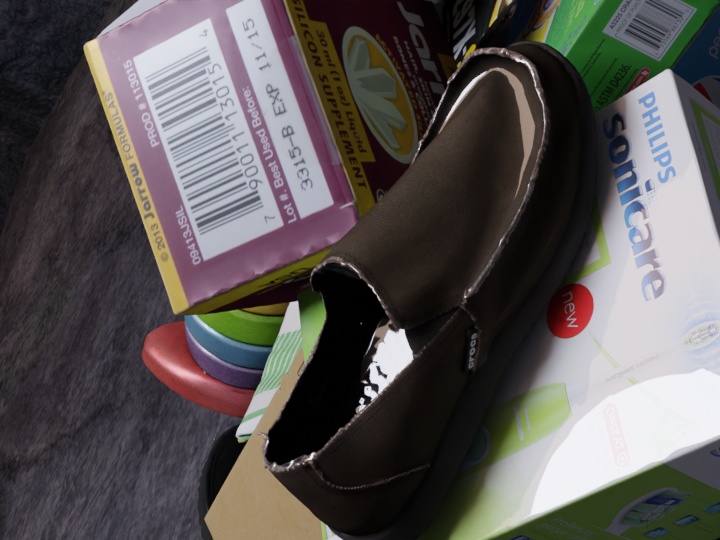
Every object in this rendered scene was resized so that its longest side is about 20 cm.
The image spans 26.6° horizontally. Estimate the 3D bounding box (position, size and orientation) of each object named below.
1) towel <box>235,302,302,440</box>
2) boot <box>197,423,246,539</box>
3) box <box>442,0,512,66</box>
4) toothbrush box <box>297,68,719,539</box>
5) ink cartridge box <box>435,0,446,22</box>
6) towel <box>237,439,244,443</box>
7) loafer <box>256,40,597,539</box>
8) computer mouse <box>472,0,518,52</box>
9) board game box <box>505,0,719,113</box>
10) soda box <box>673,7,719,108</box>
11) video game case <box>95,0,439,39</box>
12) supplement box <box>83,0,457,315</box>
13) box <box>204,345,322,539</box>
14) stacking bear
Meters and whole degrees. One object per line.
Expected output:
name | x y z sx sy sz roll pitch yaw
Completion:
towel | 0.000 0.000 0.883 0.152 0.023 0.201 -26 38 47
boot | -0.031 0.136 0.914 0.158 0.079 0.212 -59 27 34
box | 0.110 -0.156 0.934 0.160 0.049 0.201 -53 23 39
toothbrush box | 0.077 0.041 0.602 0.199 0.086 0.147 -29 53 32
ink cartridge box | 0.014 -0.163 1.017 0.200 0.050 0.163 -34 -35 -60
towel | 0.007 0.020 0.938 0.143 0.023 0.201 -21 32 43
loafer | 0.024 0.003 0.556 0.073 0.071 0.201 15 82 48
computer mouse | 0.105 -0.167 0.837 0.201 0.034 0.059 -65 19 4
board game box | 0.111 -0.128 0.688 0.153 0.040 0.201 -58 9 43
soda box | 0.164 -0.109 0.708 0.201 0.064 0.068 -64 19 6
video game case | -0.011 -0.143 0.735 0.143 0.199 0.018 -28 81 44
supplement box | -0.020 -0.060 0.722 0.103 0.132 0.200 -23 -5 22
box | -0.009 0.159 0.759 0.201 0.021 0.164 60 138 31
stacking bear | -0.069 -0.006 1.055 0.114 0.121 0.201 40 135 29
